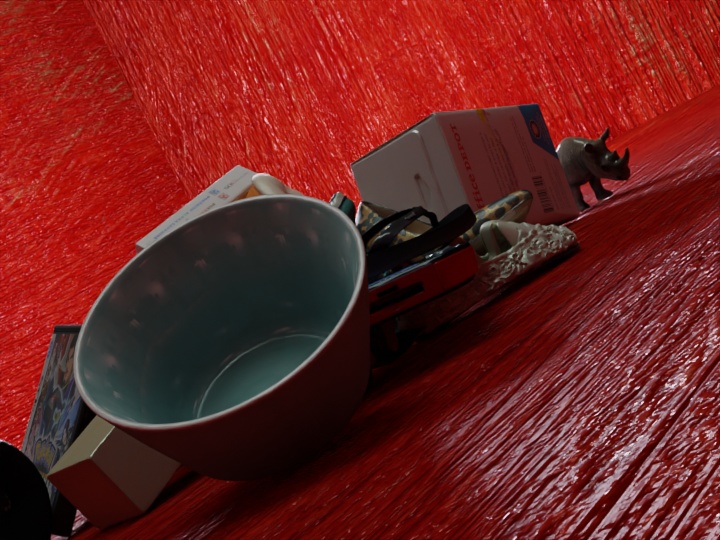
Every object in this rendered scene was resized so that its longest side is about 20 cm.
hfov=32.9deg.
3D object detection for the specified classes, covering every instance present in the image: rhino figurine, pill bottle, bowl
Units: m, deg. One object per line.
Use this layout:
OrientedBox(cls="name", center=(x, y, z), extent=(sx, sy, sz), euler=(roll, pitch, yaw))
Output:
OrientedBox(cls="rhino figurine", center=(0.262, -0.118, 1.475), extent=(0.060, 0.088, 0.200), euler=(-30, 2, -26))
OrientedBox(cls="pill bottle", center=(-0.363, 0.227, 1.013), extent=(0.199, 0.112, 0.112), euler=(-28, 2, 19))
OrientedBox(cls="bowl", center=(-0.072, 0.056, 0.788), extent=(0.199, 0.105, 0.202), euler=(-17, 38, 13))

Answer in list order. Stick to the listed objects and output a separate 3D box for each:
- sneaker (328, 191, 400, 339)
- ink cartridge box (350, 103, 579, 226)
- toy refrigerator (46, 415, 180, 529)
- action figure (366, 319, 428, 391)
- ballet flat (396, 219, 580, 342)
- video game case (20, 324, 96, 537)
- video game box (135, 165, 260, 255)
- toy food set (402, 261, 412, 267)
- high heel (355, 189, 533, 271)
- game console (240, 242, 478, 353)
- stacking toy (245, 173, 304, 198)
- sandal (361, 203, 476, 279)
OrientedBox(cls="sneaker", center=(0.000, 0.000, 1.126), extent=(0.201, 0.079, 0.078), euler=(74, -142, -56))
OrientedBox(cls="ink cartridge box", center=(0.121, -0.093, 1.401), extent=(0.199, 0.148, 0.146), euler=(-12, -10, -47))
OrientedBox(cls="toy refrigerator", center=(-0.162, 0.116, 1.011), extent=(0.076, 0.070, 0.200), euler=(-27, 21, 44))
OrientedBox(cls="action figure", center=(-0.048, 0.090, 1.006), extent=(0.118, 0.055, 0.199), euler=(-26, -2, -46))
OrientedBox(cls="ballet flat", center=(0.111, -0.007, 1.085), extent=(0.199, 0.072, 0.072), euler=(-29, 2, -24))
OrientedBox(cls="video game case", center=(-0.277, 0.140, 1.130), extent=(0.025, 0.182, 0.200), euler=(18, -10, -24))
OrientedBox(cls="video game box", center=(-0.182, 0.004, 1.426), extent=(0.182, 0.047, 0.201), euler=(-41, -33, -39))
OrientedBox(cls="toy food set", center=(-0.003, 0.058, 1.306), extent=(0.199, 0.061, 0.144), euler=(-28, -10, -21))
OrientedBox(cls="high heel", center=(0.072, -0.055, 1.190), extent=(0.071, 0.143, 0.200), euler=(7, -40, -48))
OrientedBox(cls="game console", center=(-0.006, 0.026, 0.954), extent=(0.199, 0.031, 0.177), euler=(-24, 5, 1))
OrientedBox(cls="stacking toy", center=(-0.118, 0.004, 1.384), extent=(0.200, 0.146, 0.146), euler=(-50, 0, 6))
OrientedBox(cls="sandal", center=(0.020, -0.022, 1.035), extent=(0.199, 0.043, 0.076), euler=(-25, 0, -32))
